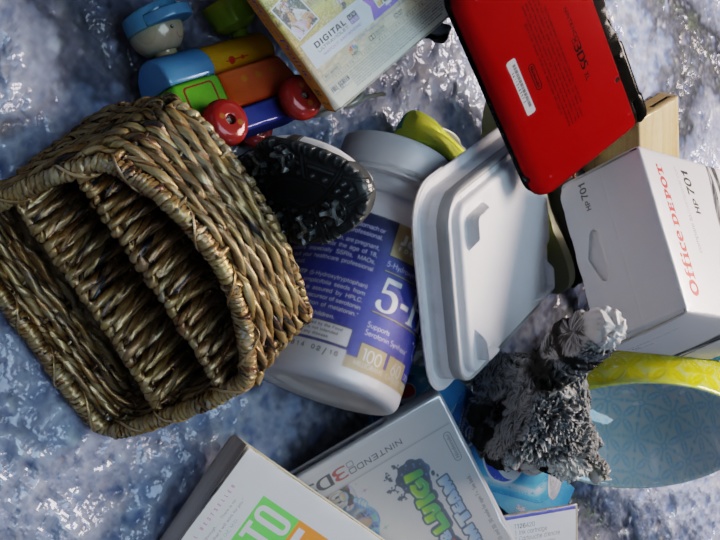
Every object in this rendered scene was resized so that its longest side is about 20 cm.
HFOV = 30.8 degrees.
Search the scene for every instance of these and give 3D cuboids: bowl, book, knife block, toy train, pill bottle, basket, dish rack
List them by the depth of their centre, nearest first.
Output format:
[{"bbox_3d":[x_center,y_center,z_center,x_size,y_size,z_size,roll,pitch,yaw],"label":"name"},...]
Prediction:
[{"bbox_3d":[-0.142,0.004,0.869,0.149,0.143,0.200,-44,117,-32],"label":"basket"},{"bbox_3d":[-0.077,-0.157,0.974,0.200,0.085,0.116,-25,93,-38],"label":"toy train"},{"bbox_3d":[-0.052,0.234,0.978,0.200,0.048,0.134,38,82,-20],"label":"book"},{"bbox_3d":[0.000,0.000,1.008,0.120,0.120,0.200,29,72,-37],"label":"pill bottle"},{"bbox_3d":[0.106,-0.014,1.028,0.200,0.044,0.172,-39,128,-54],"label":"dish rack"},{"bbox_3d":[0.252,0.108,1.203,0.200,0.200,0.108,35,45,-36],"label":"bowl"},{"bbox_3d":[0.259,-0.041,1.203,0.064,0.200,0.176,-32,81,-37],"label":"knife block"}]

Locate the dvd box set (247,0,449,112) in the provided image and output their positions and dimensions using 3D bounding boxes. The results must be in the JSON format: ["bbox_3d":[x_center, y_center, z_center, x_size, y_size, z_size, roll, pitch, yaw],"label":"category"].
[{"bbox_3d":[-0.024,-0.233,0.913,0.146,0.029,0.200,-43,113,-11],"label":"dvd box set"}]

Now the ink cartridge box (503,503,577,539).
[{"bbox_3d":[0.095,0.305,1.109,0.198,0.047,0.200,-5,93,-21],"label":"ink cartridge box"}]

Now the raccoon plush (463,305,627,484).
[{"bbox_3d":[0.181,0.112,1.042,0.134,0.200,0.097,16,59,-29],"label":"raccoon plush"}]

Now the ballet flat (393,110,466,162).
[{"bbox_3d":[0.098,-0.070,1.135,0.200,0.067,0.067,38,37,-33],"label":"ballet flat"}]

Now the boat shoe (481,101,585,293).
[{"bbox_3d":[0.164,-0.081,1.178,0.063,0.074,0.201,-33,112,-32],"label":"boat shoe"}]

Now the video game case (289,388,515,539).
[{"bbox_3d":[0.027,0.223,1.035,0.182,0.024,0.200,-30,104,-10],"label":"video game case"}]

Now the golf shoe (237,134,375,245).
[{"bbox_3d":[-0.040,-0.066,0.917,0.094,0.200,0.078,-24,106,-33],"label":"golf shoe"}]

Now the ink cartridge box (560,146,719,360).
[{"bbox_3d":[0.272,-0.009,1.090,0.200,0.086,0.147,8,63,-46],"label":"ink cartridge box"}]

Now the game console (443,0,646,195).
[{"bbox_3d":[0.136,-0.192,1.007,0.172,0.119,0.200,-38,127,-11],"label":"game console"}]

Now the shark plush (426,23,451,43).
[{"bbox_3d":[-0.019,-0.216,0.960,0.200,0.083,0.091,34,33,-13],"label":"shark plush"}]

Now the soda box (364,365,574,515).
[{"bbox_3d":[0.097,0.162,1.128,0.200,0.068,0.064,43,64,-33],"label":"soda box"}]
